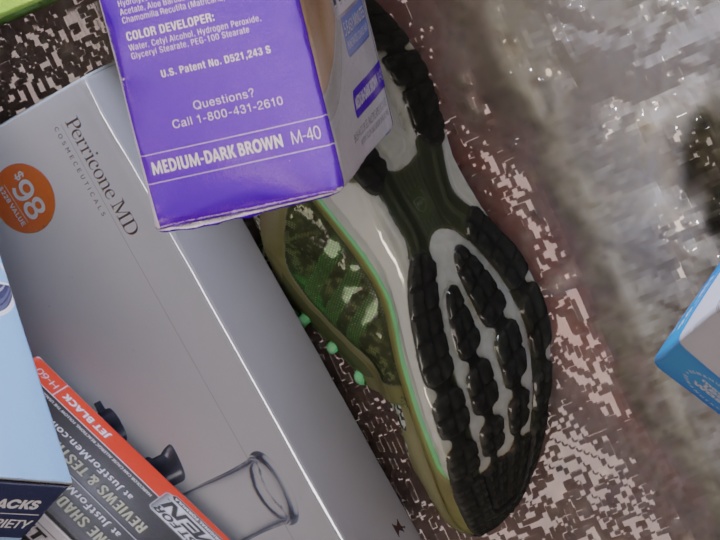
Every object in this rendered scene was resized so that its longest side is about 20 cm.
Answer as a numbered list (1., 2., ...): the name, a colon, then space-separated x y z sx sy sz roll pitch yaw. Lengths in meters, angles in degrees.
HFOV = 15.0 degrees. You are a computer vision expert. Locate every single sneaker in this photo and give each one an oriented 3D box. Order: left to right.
1. sneaker: 0.000 0.000 0.953 0.089 0.077 0.200 -15 100 44

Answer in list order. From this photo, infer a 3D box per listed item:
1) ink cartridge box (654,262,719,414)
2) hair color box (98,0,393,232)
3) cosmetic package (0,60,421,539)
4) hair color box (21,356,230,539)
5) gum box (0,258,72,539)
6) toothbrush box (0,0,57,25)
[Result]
1. ink cartridge box: 0.174 0.019 0.841 0.116 0.200 0.068 37 75 2
2. hair color box: -0.046 -0.123 0.820 0.065 0.109 0.200 -13 101 11
3. cosmetic package: -0.091 0.045 0.956 0.151 0.052 0.200 -28 94 27
4. hair color box: -0.137 0.137 0.945 0.102 0.061 0.200 43 123 8
5. gum box: -0.181 0.054 0.899 0.200 0.045 0.170 -48 50 36
6. toothbrush box: -0.087 -0.176 0.915 0.200 0.086 0.146 -21 97 12
